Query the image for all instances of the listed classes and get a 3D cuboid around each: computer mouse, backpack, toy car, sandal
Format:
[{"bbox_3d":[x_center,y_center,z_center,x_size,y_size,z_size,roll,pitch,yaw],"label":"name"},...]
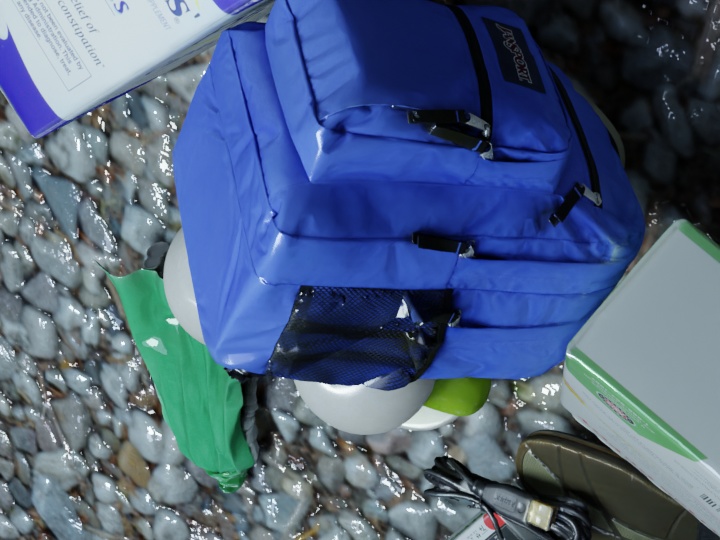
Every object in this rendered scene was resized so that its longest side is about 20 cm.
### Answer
[{"bbox_3d":[0.108,0.200,0.960,0.109,0.044,0.201,8,127,40],"label":"computer mouse"},{"bbox_3d":[0.034,-0.036,0.745,0.168,0.199,0.163,123,145,-44],"label":"backpack"},{"bbox_3d":[0.000,0.000,0.916,0.199,0.175,0.151,31,95,19],"label":"toy car"},{"bbox_3d":[0.187,0.131,0.911,0.199,0.055,0.082,10,129,16],"label":"sandal"}]

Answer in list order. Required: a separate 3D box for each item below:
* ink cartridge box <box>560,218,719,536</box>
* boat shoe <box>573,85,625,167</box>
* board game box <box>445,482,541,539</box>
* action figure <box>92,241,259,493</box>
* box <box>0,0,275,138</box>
[{"bbox_3d":[0.177,0.069,0.779,0.145,0.088,0.200,40,174,12],"label":"ink cartridge box"},{"bbox_3d":[0.048,-0.092,0.867,0.201,0.063,0.074,33,130,12],"label":"boat shoe"},{"bbox_3d":[0.087,0.237,1.060,0.126,0.035,0.200,45,134,5],"label":"board game box"},{"bbox_3d":[-0.107,0.076,1.096,0.117,0.055,0.201,14,131,29],"label":"action figure"},{"bbox_3d":[-0.083,-0.175,0.830,0.199,0.184,0.105,-23,101,44],"label":"box"}]
